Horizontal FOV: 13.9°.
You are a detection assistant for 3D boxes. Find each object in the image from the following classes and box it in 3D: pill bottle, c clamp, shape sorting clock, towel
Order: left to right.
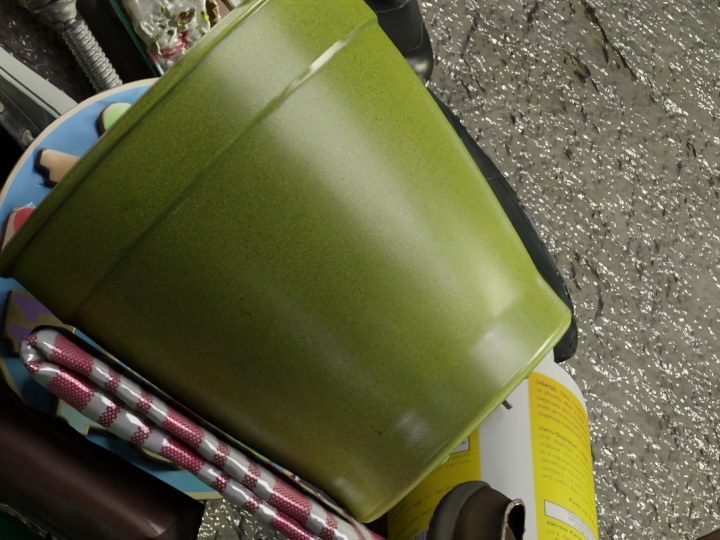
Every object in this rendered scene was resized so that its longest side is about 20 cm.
[{"bbox_3d":[-0.114,-0.087,1.464,0.200,0.027,0.171,59,11,-11],"label":"c clamp"},{"bbox_3d":[-0.079,0.007,1.380,0.200,0.039,0.200,3,79,-15],"label":"shape sorting clock"},{"bbox_3d":[-0.062,0.086,1.262,0.200,0.030,0.146,34,-3,-2],"label":"towel"},{"bbox_3d":[0.065,0.109,1.471,0.104,0.104,0.200,28,40,-27],"label":"pill bottle"}]

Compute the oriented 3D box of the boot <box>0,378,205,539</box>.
[{"bbox_3d":[-0.149,0.069,1.214,0.200,0.064,0.186,36,0,5],"label":"boot"}]

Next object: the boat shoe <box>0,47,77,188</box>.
[{"bbox_3d":[-0.202,-0.081,1.388,0.200,0.071,0.064,32,37,-26],"label":"boat shoe"}]

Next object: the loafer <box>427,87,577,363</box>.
[{"bbox_3d":[0.054,-0.028,1.632,0.201,0.068,0.070,57,14,20],"label":"loafer"}]

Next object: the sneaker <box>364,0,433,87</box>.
[{"bbox_3d":[-0.011,-0.180,1.638,0.070,0.090,0.200,-5,43,-23],"label":"sneaker"}]

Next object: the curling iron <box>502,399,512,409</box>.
[{"bbox_3d":[0.000,0.000,1.445,0.200,0.050,0.026,38,76,14],"label":"curling iron"}]

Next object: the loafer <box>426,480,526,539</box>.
[{"bbox_3d":[0.059,0.167,1.289,0.071,0.073,0.200,5,34,5],"label":"loafer"}]

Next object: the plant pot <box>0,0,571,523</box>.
[{"bbox_3d":[-0.020,-0.001,1.271,0.193,0.200,0.200,46,34,0],"label":"plant pot"}]

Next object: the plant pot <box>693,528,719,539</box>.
[{"bbox_3d":[0.254,0.186,1.522,0.187,0.200,0.187,29,39,-26],"label":"plant pot"}]

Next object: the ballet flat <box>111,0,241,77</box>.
[{"bbox_3d":[-0.059,-0.080,1.503,0.200,0.064,0.076,61,8,-11],"label":"ballet flat"}]

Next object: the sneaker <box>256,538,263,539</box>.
[{"bbox_3d":[-0.020,0.210,1.260,0.201,0.118,0.074,53,-6,8],"label":"sneaker"}]

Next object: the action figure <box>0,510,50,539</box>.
[{"bbox_3d":[-0.160,0.181,1.198,0.118,0.055,0.200,23,38,-35],"label":"action figure"}]

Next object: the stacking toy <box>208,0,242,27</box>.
[{"bbox_3d":[-0.021,-0.060,1.572,0.200,0.085,0.085,57,35,0],"label":"stacking toy"}]
